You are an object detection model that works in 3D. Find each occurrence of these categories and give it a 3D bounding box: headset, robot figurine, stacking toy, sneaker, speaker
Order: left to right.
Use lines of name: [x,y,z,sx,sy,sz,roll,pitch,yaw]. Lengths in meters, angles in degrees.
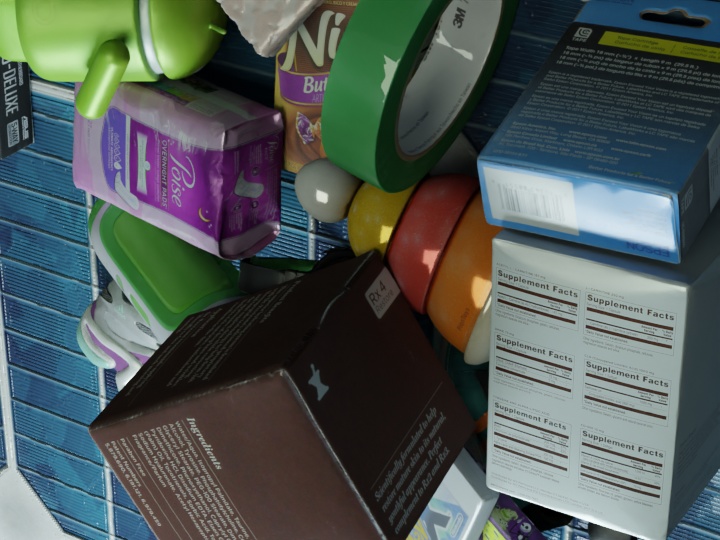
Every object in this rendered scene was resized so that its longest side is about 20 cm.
robot figurine: [-0.195,-0.209,1.431,0.198,0.176,0.116,1,133,10]
speaker: [-0.156,0.008,1.531,0.200,0.088,0.089,49,136,38]
sneaker: [-0.162,0.074,1.618,0.200,0.078,0.140,42,131,8]
headset: [0.000,0.000,1.454,0.198,0.123,0.095,9,96,15]
stacking toy: [0.041,-0.033,1.360,0.199,0.146,0.147,27,127,8]
sneaker: [0.123,0.124,1.458,0.079,0.071,0.201,-1,121,33]

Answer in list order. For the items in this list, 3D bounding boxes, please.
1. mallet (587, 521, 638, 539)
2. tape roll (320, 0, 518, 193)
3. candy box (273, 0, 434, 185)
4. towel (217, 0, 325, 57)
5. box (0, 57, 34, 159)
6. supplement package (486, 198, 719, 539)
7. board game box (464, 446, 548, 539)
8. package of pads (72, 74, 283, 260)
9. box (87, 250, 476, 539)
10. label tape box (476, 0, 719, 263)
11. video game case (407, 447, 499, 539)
mallet: [0.176,0.126,1.447,0.041,0.066,0.201,-29,81,30]
tape roll: [0.045,-0.155,1.275,0.048,0.200,0.202,28,127,19]
candy box: [-0.006,-0.163,1.402,0.116,0.056,0.202,20,122,26]
towel: [-0.064,-0.291,1.340,0.191,0.032,0.201,-44,73,26]
box: [-0.393,-0.203,1.648,0.198,0.050,0.159,17,122,26]
supplement package: [0.193,0.044,1.284,0.146,0.191,0.202,15,121,27]
board game box: [0.086,0.192,1.464,0.200,0.032,0.121,48,153,33]
package of pads: [-0.154,-0.098,1.480,0.199,0.075,0.122,26,125,36]
box: [-0.057,0.116,1.340,0.199,0.166,0.165,-18,110,36]
label tape box: [0.186,-0.103,1.223,0.143,0.200,0.064,13,138,28]
video game case: [0.025,0.181,1.472,0.183,0.022,0.201,51,140,30]
